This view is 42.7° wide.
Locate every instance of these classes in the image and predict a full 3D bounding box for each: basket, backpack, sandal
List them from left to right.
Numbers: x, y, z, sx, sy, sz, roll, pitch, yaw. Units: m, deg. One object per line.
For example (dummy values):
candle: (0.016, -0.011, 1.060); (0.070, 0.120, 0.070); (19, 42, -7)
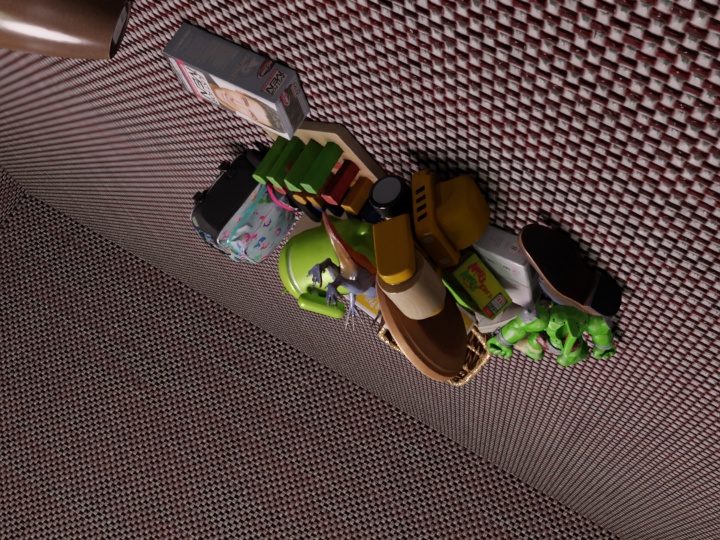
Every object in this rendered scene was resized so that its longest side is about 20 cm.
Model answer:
backpack: (-0.214, -0.103, 1.738); (0.150, 0.178, 0.200); (35, 170, 9)
sandal: (-0.133, -0.139, 1.598); (0.200, 0.045, 0.075); (43, -164, 27)
basket: (0.156, 0.106, 1.702); (0.200, 0.149, 0.143); (34, 166, -4)

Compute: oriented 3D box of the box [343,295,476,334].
box: (0.081, 0.062, 1.572); (0.112, 0.102, 0.200); (37, 178, -44)

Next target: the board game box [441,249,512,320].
board game box: (0.155, 0.008, 1.461); (0.102, 0.048, 0.200); (48, 175, -19)

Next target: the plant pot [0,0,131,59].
plant pot: (-0.441, -0.386, 1.326); (0.199, 0.188, 0.187); (19, 167, -8)

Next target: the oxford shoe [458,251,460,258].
oxford shoe: (0.091, -0.065, 1.434); (0.200, 0.071, 0.073); (27, 139, 61)

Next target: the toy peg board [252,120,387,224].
toy peg board: (-0.059, -0.136, 1.454); (0.200, 0.098, 0.199); (17, 159, 48)

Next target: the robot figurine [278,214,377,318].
robot figurine: (-0.047, -0.015, 1.463); (0.199, 0.176, 0.116); (-14, 141, 37)

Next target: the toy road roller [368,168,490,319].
toy road roller: (0.101, -0.047, 1.252); (0.145, 0.201, 0.123); (-16, 145, 21)

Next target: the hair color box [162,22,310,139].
hair color box: (-0.178, -0.273, 1.326); (0.199, 0.061, 0.099); (27, 165, 19)

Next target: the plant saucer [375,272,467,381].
plant saucer: (0.098, 0.065, 1.357); (0.037, 0.201, 0.200); (-31, 125, 28)

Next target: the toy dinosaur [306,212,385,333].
toy dinosaur: (0.022, 0.020, 1.358); (0.181, 0.201, 0.105); (-5, -154, -37)

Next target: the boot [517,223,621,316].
boot: (0.265, 0.003, 1.280); (0.200, 0.075, 0.097); (37, 162, -26)

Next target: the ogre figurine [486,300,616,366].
ogre figurine: (0.309, 0.095, 1.417); (0.199, 0.098, 0.120); (20, 146, 4)

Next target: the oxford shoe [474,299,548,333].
oxford shoe: (0.247, 0.066, 1.555); (0.058, 0.075, 0.200); (70, 159, 2)

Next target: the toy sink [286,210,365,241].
toy sink: (-0.016, -0.028, 1.692); (0.130, 0.112, 0.200); (15, 158, 50)

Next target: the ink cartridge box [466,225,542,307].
ink cartridge box: (0.181, -0.025, 1.420); (0.199, 0.057, 0.163); (21, 162, 23)
